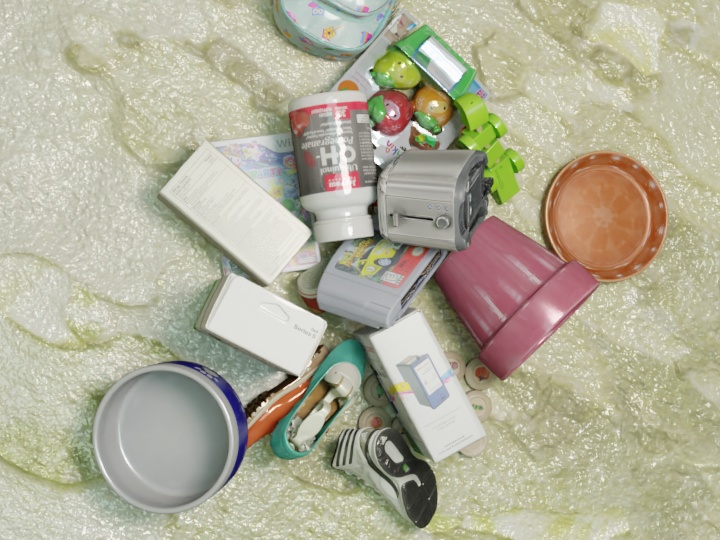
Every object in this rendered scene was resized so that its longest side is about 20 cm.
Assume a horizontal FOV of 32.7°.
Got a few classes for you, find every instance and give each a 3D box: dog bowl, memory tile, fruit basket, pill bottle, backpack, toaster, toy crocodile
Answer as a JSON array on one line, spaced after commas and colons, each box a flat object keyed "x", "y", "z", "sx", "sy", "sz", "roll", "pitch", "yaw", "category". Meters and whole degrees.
[{"x": -0.256, "y": 0.224, "z": 1.665, "sx": 0.200, "sy": 0.079, "sz": 0.200, "roll": 0, "pitch": 92, "yaw": 11, "category": "dog bowl"}, {"x": 0.100, "y": 0.189, "z": 1.806, "sx": 0.200, "sy": 0.017, "sz": 0.154, "roll": 11, "pitch": 86, "yaw": -11, "category": "memory tile"}, {"x": 0.068, "y": -0.248, "z": 1.772, "sx": 0.185, "sy": 0.094, "sz": 0.200, "roll": 43, "pitch": 73, "yaw": -9, "category": "fruit basket"}, {"x": -0.034, "y": -0.141, "z": 1.690, "sx": 0.111, "sy": 0.111, "sz": 0.200, "roll": -8, "pitch": 91, "yaw": -12, "category": "pill bottle"}, {"x": -0.028, "y": -0.405, "z": 1.741, "sx": 0.176, "sy": 0.153, "sz": 0.200, "roll": 26, "pitch": 89, "yaw": -15, "category": "backpack"}, {"x": 0.102, "y": -0.105, "z": 1.688, "sx": 0.129, "sy": 0.200, "sz": 0.114, "roll": 5, "pitch": 117, "yaw": 17, "category": "toaster"}, {"x": 0.184, "y": -0.173, "z": 1.784, "sx": 0.067, "sy": 0.062, "sz": 0.200, "roll": -41, "pitch": 135, "yaw": -8, "category": "toy crocodile"}]

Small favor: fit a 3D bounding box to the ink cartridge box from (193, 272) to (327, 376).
[{"x": -0.140, "y": 0.074, "z": 1.668, "sx": 0.145, "sy": 0.200, "sz": 0.084, "roll": 27, "pitch": 82, "yaw": -9, "category": "ink cartridge box"}]

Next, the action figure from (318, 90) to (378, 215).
[{"x": -0.023, "y": -0.162, "z": 1.782, "sx": 0.065, "sy": 0.052, "sz": 0.200, "roll": -36, "pitch": 97, "yaw": -16, "category": "action figure"}]

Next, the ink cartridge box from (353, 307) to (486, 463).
[{"x": 0.080, "y": 0.157, "z": 1.721, "sx": 0.087, "sy": 0.145, "sz": 0.200, "roll": -27, "pitch": 94, "yaw": -9, "category": "ink cartridge box"}]

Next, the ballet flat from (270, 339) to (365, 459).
[{"x": -0.046, "y": 0.181, "z": 1.690, "sx": 0.067, "sy": 0.070, "sz": 0.200, "roll": 44, "pitch": 72, "yaw": -19, "category": "ballet flat"}]

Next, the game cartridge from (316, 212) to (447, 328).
[{"x": 0.030, "y": -0.007, "z": 1.707, "sx": 0.133, "sy": 0.041, "sz": 0.200, "roll": 14, "pitch": 47, "yaw": 28, "category": "game cartridge"}]

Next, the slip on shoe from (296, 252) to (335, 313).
[{"x": 0.000, "y": 0.000, "z": 1.776, "sx": 0.200, "sy": 0.074, "sz": 0.061, "roll": -29, "pitch": 132, "yaw": -19, "category": "slip on shoe"}]

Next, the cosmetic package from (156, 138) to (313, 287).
[{"x": -0.176, "y": -0.078, "z": 1.713, "sx": 0.200, "sy": 0.073, "sz": 0.104, "roll": 42, "pitch": 80, "yaw": -7, "category": "cosmetic package"}]

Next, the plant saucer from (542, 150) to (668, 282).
[{"x": 0.371, "y": -0.082, "z": 1.867, "sx": 0.200, "sy": 0.032, "sz": 0.201, "roll": 0, "pitch": 88, "yaw": -12, "category": "plant saucer"}]

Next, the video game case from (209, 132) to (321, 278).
[{"x": -0.140, "y": -0.093, "z": 1.768, "sx": 0.143, "sy": 0.018, "sz": 0.200, "roll": -8, "pitch": 89, "yaw": -11, "category": "video game case"}]

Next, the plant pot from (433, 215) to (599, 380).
[{"x": 0.211, "y": 0.028, "z": 1.757, "sx": 0.200, "sy": 0.200, "sz": 0.179, "roll": -43, "pitch": 81, "yaw": -10, "category": "plant pot"}]

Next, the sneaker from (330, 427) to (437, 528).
[{"x": 0.031, "y": 0.290, "z": 1.765, "sx": 0.076, "sy": 0.115, "sz": 0.201, "roll": -55, "pitch": 132, "yaw": -31, "category": "sneaker"}]

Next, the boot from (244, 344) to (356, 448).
[{"x": -0.099, "y": 0.207, "z": 1.738, "sx": 0.200, "sy": 0.075, "sz": 0.107, "roll": -38, "pitch": 100, "yaw": -12, "category": "boot"}]
